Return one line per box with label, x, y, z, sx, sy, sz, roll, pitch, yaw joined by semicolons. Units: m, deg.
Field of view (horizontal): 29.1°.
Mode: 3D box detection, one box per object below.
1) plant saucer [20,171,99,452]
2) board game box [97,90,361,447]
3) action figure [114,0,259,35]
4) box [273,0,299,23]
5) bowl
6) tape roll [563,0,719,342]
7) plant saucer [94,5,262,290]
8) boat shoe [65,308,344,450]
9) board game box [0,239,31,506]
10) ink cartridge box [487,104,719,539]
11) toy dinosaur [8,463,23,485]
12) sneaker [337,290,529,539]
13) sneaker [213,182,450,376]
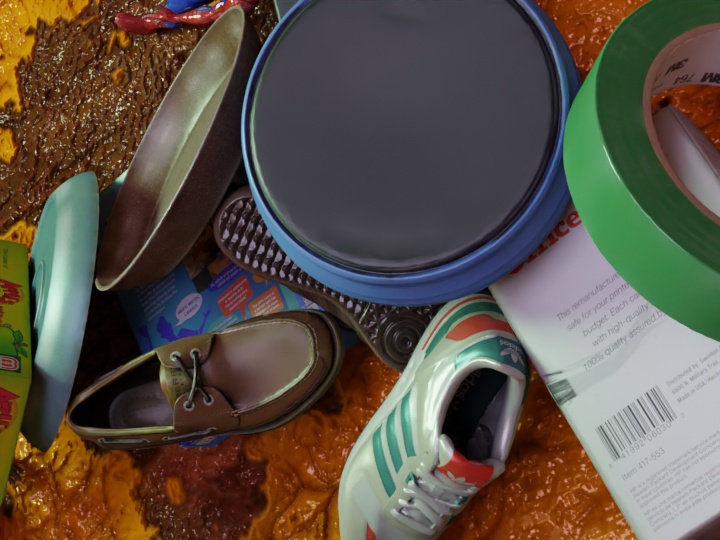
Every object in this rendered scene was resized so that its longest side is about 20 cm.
plant saucer;-0.221;0.026;0.985;0.200;0.027;0.203;-169;90;-70
board game box;-0.100;-0.001;0.972;0.152;0.045;0.201;-35;68;24
action figure;-0.116;-0.200;0.965;0.199;0.051;0.066;5;81;54
box;0.021;-0.142;0.866;0.121;0.106;0.202;-17;74;11
bowl;0.026;-0.082;0.775;0.198;0.039;0.203;-3;78;15
tape roll;0.205;-0.055;0.710;0.202;0.199;0.048;60;152;23
plant saucer;-0.111;-0.073;0.890;0.201;0.034;0.201;-50;24;32
boat shoe;-0.104;0.078;0.899;0.199;0.068;0.073;-25;74;27
board game box;-0.269;0.065;0.988;0.200;0.047;0.102;-116;40;-60
ink cartridge box;0.178;0.035;0.772;0.146;0.086;0.201;-39;64;21
toy dinosaur;-0.327;0.189;1.072;0.199;0.085;0.137;-14;65;46
sneaker;0.042;0.114;0.823;0.070;0.094;0.201;23;107;-13
sneaker;0.000;0.000;0.874;0.199;0.076;0.071;33;101;-10
